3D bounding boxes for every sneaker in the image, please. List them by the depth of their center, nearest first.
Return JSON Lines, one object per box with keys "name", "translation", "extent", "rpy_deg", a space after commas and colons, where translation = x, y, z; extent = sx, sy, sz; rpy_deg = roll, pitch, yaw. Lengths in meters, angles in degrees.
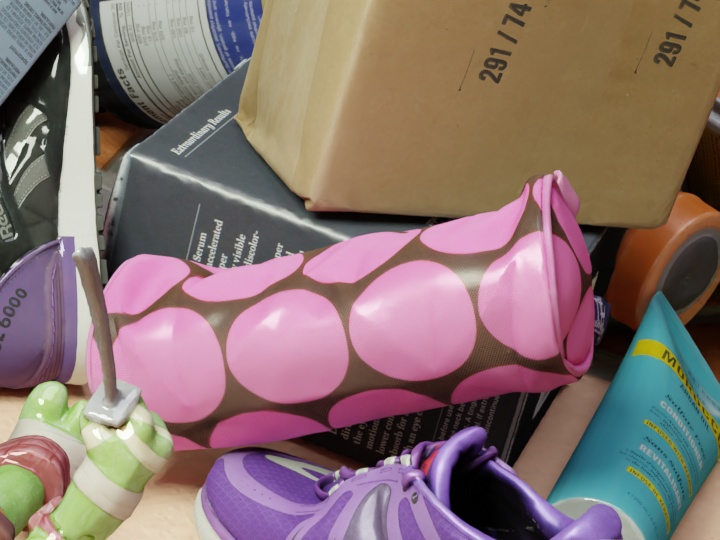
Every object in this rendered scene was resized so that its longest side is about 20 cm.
{"name": "sneaker", "translation": [0.023, 0.092, 0.856], "extent": [0.200, 0.083, 0.081], "rpy_deg": [12, 23, 37]}
{"name": "sneaker", "translation": [-0.159, -0.050, 0.962], "extent": [0.088, 0.200, 0.076], "rpy_deg": [-1, -12, -23]}

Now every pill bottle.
{"name": "pill bottle", "translation": [0.091, -0.044, 1.149], "extent": [0.106, 0.106, 0.200], "rpy_deg": [-15, 39, -44]}
{"name": "pill bottle", "translation": [-0.077, -0.130, 1.153], "extent": [0.200, 0.112, 0.112], "rpy_deg": [-3, 14, 35]}

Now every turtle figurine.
{"name": "turtle figurine", "translation": [-0.142, 0.047, 0.788], "extent": [0.144, 0.200, 0.194], "rpy_deg": [-21, 7, -2]}

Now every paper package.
{"name": "paper package", "translation": [0.067, -0.126, 0.964], "extent": [0.191, 0.200, 0.103], "rpy_deg": [3, 30, -25]}

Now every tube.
{"name": "tube", "translation": [0.126, 0.079, 0.998], "extent": [0.050, 0.077, 0.200], "rpy_deg": [-22, 12, 28]}

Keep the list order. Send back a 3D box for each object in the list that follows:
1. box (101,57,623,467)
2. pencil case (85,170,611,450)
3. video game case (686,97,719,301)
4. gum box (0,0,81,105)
{"name": "box", "translation": [0.000, 0.000, 1.022], "extent": [0.200, 0.104, 0.148], "rpy_deg": [21, 28, 13]}
{"name": "pencil case", "translation": [-0.007, 0.017, 0.895], "extent": [0.200, 0.091, 0.094], "rpy_deg": [-10, 52, 16]}
{"name": "video game case", "translation": [0.186, -0.030, 1.149], "extent": [0.017, 0.143, 0.200], "rpy_deg": [-37, 51, -19]}
{"name": "gum box", "translation": [-0.240, -0.075, 0.951], "extent": [0.170, 0.200, 0.045], "rpy_deg": [29, -13, 33]}
